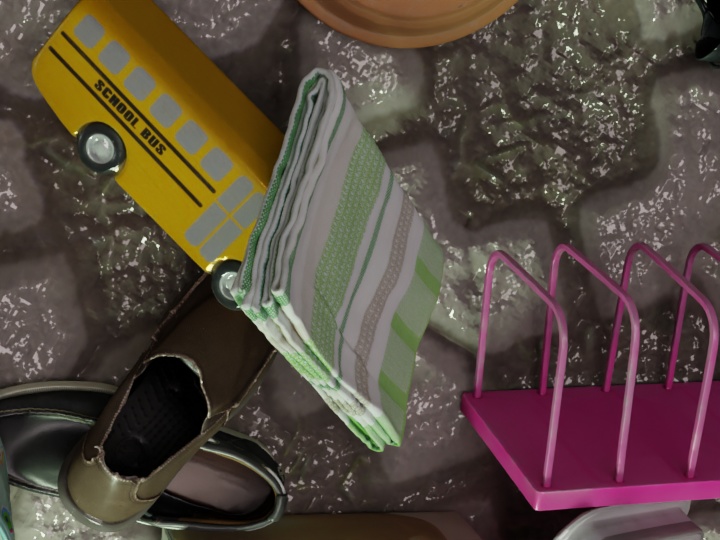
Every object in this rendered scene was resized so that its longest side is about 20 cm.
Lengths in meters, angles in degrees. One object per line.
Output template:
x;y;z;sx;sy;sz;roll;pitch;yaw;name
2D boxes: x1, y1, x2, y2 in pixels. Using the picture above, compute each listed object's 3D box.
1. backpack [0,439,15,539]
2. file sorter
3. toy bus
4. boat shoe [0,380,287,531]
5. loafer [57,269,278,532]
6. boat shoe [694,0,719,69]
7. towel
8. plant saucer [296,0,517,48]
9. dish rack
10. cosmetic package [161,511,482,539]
-0.285;0.156;0.808;0.200;0.153;0.176;-7;128;-20;backpack
0.183;0.056;0.924;0.200;0.139;0.126;-1;111;-15;file sorter
-0.093;-0.065;0.842;0.200;0.065;0.078;45;115;-1;toy bus
-0.141;0.115;0.895;0.200;0.068;0.072;14;101;-15;boat shoe
-0.094;0.064;0.862;0.073;0.071;0.200;35;61;-7;loafer
0.238;-0.160;0.944;0.066;0.075;0.200;-30;106;-6;boat shoe
0.000;0.000;0.845;0.200;0.031;0.149;52;48;-52;towel
0.035;-0.228;0.875;0.200;0.032;0.201;-7;115;-15;plant saucer
0.136;0.233;0.939;0.171;0.044;0.200;4;124;-52;dish rack
-0.025;0.213;0.942;0.200;0.071;0.105;0;101;-16;cosmetic package
